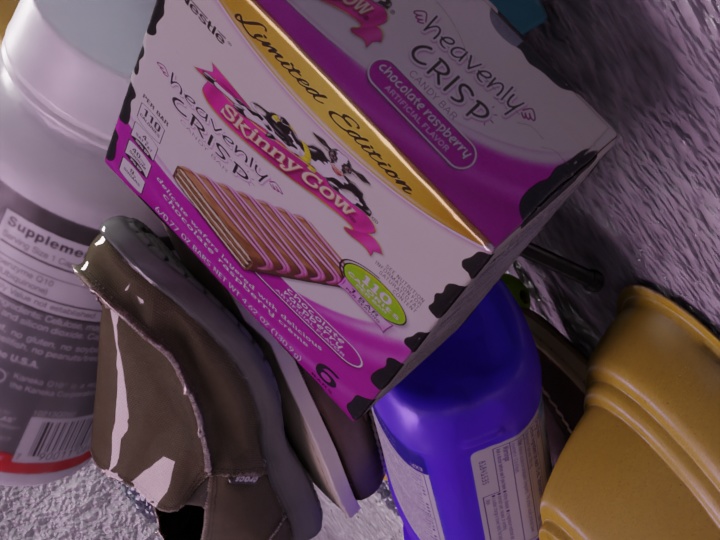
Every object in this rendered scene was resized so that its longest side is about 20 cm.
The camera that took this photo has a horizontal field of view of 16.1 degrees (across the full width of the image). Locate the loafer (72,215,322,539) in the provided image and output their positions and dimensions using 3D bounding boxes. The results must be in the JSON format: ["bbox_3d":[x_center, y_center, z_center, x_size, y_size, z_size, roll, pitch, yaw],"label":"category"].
[{"bbox_3d":[-0.071,0.060,0.997,0.075,0.070,0.200,43,163,41],"label":"loafer"}]

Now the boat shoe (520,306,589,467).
[{"bbox_3d":[0.101,0.110,1.114,0.201,0.072,0.072,60,171,-25],"label":"boat shoe"}]

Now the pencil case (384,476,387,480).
[{"bbox_3d":[0.020,0.052,1.301,0.083,0.090,0.200,54,172,13],"label":"pencil case"}]

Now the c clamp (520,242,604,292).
[{"bbox_3d":[-0.006,-0.071,1.017,0.170,0.027,0.200,26,-160,-35],"label":"c clamp"}]

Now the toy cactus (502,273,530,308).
[{"bbox_3d":[0.000,0.000,1.148,0.165,0.102,0.200,34,166,49],"label":"toy cactus"}]

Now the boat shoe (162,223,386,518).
[{"bbox_3d":[-0.021,0.021,1.015,0.072,0.059,0.201,41,162,45],"label":"boat shoe"}]

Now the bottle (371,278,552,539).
[{"bbox_3d":[0.043,0.077,1.015,0.200,0.065,0.084,76,172,-54],"label":"bottle"}]

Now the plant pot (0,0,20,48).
[{"bbox_3d":[-0.124,-0.125,1.160,0.189,0.201,0.201,36,166,18],"label":"plant pot"}]

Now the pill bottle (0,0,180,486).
[{"bbox_3d":[-0.125,-0.020,1.042,0.114,0.113,0.201,50,127,34],"label":"pill bottle"}]

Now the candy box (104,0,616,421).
[{"bbox_3d":[-0.009,-0.040,0.836,0.136,0.061,0.200,46,158,5],"label":"candy box"}]

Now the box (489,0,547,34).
[{"bbox_3d":[-0.009,-0.129,0.904,0.083,0.049,0.200,59,171,-24],"label":"box"}]

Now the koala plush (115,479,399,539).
[{"bbox_3d":[-0.063,0.073,1.473,0.177,0.199,0.184,50,170,38],"label":"koala plush"}]

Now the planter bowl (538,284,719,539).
[{"bbox_3d":[0.125,0.111,0.950,0.201,0.083,0.200,54,172,12],"label":"planter bowl"}]
